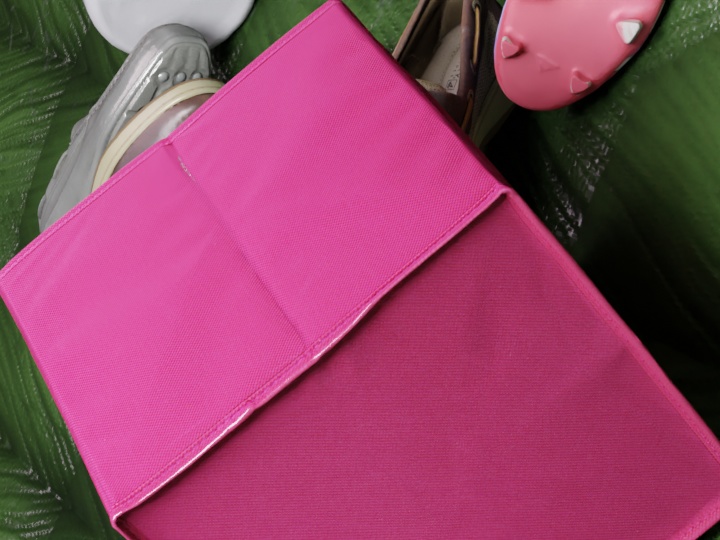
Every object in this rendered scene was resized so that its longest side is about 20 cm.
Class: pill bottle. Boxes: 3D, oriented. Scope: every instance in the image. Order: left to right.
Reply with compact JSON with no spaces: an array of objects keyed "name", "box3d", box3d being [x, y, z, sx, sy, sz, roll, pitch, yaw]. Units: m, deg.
[{"name":"pill bottle","box3d":[-0.137,-0.224,1.625,0.112,0.112,0.200,-58,30,22]}]

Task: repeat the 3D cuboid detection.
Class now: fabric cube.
[{"name":"fabric cube","box3d":[0.000,0.048,1.060,0.200,0.196,0.199,-39,34,2]}]

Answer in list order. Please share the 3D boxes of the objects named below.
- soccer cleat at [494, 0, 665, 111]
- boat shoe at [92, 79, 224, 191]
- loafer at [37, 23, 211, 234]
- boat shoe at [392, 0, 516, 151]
[{"name":"soccer cleat","box3d":[0.124,-0.165,1.193,0.200,0.067,0.076,-65,-3,22]},{"name":"boat shoe","box3d":[-0.126,-0.021,1.527,0.200,0.072,0.072,-52,58,20]},{"name":"loafer","box3d":[-0.152,-0.077,1.586,0.200,0.070,0.070,-58,48,32]},{"name":"boat shoe","box3d":[0.020,-0.064,1.218,0.072,0.072,0.200,3,50,37]}]
